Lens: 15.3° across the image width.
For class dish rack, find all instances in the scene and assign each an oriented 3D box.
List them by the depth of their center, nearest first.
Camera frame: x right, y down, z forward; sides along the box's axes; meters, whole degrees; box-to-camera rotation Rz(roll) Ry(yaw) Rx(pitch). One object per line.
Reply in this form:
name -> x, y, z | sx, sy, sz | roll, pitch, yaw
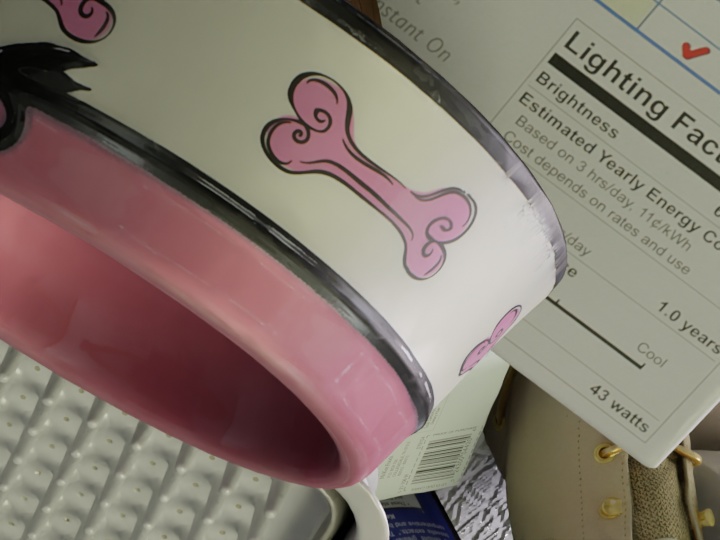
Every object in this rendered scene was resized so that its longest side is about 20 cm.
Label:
dish rack -> -0.090, 0.076, 0.822 | 0.171, 0.044, 0.200 | 28, 135, -4

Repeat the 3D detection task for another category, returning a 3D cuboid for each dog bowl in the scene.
dog bowl -> -0.053, -0.019, 0.658 | 0.074, 0.200, 0.200 | -59, 149, -15

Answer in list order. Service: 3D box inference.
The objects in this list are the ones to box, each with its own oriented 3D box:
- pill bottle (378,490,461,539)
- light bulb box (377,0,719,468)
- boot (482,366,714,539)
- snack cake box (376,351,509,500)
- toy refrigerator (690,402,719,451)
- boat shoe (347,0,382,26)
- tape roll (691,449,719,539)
pill bottle -> 0.004, 0.155, 1.029 | 0.112, 0.200, 0.112 | -19, 145, -14
light bulb box -> 0.074, -0.091, 0.747 | 0.200, 0.198, 0.125 | -50, -174, 29
boot -> 0.107, 0.046, 0.979 | 0.073, 0.156, 0.200 | 13, 141, -28
snack cake box -> 0.000, 0.000, 0.947 | 0.115, 0.067, 0.200 | -7, 140, -26
toy refrigerator -> 0.152, 0.031, 1.100 | 0.076, 0.070, 0.200 | 1, 136, -27
boat shoe -> -0.069, -0.120, 0.660 | 0.072, 0.200, 0.072 | -32, -169, 18
tape roll -> 0.171, 0.172, 1.057 | 0.139, 0.203, 0.203 | 5, 134, -29
